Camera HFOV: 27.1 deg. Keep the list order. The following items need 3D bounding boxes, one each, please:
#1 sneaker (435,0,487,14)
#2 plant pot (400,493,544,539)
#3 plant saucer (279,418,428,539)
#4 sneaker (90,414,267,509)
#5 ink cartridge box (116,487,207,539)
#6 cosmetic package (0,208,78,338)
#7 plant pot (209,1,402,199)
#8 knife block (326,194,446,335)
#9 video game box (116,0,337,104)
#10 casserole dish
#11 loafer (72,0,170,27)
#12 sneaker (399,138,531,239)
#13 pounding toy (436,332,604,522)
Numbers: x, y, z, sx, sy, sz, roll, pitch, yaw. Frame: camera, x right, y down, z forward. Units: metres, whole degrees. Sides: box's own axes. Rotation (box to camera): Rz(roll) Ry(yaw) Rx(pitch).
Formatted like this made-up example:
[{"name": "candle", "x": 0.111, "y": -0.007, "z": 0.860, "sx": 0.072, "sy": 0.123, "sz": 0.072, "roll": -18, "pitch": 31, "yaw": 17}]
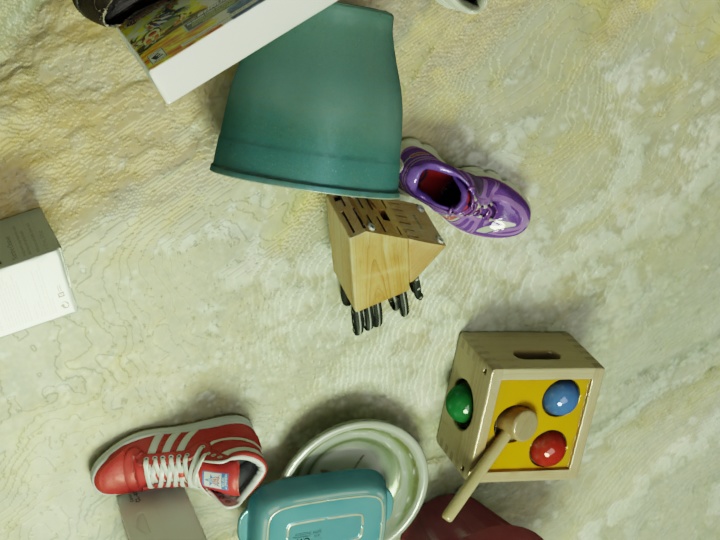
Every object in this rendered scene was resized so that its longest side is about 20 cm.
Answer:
[{"name": "sneaker", "x": 0.084, "y": -0.354, "z": 1.555, "sx": 0.074, "sy": 0.087, "sz": 0.200, "roll": -36, "pitch": 121, "yaw": 0}, {"name": "plant pot", "x": 0.140, "y": 0.383, "z": 1.882, "sx": 0.199, "sy": 0.179, "sz": 0.201, "roll": -9, "pitch": 117, "yaw": -18}, {"name": "plant saucer", "x": -0.016, "y": 0.262, "z": 1.835, "sx": 0.199, "sy": 0.050, "sz": 0.201, "roll": -10, "pitch": 118, "yaw": -18}, {"name": "sneaker", "x": -0.204, "y": 0.230, "z": 1.705, "sx": 0.199, "sy": 0.113, "sz": 0.072, "roll": -16, "pitch": 119, "yaw": -14}, {"name": "ink cartridge box", "x": -0.213, "y": 0.367, "z": 1.748, "sx": 0.085, "sy": 0.148, "sz": 0.201, "roll": -17, "pitch": 120, "yaw": -14}, {"name": "cosmetic package", "x": -0.401, "y": 0.019, "z": 1.524, "sx": 0.199, "sy": 0.113, "sz": 0.082, "roll": -19, "pitch": 121, "yaw": -15}, {"name": "plant pot", "x": -0.045, "y": -0.182, "z": 1.533, "sx": 0.199, "sy": 0.200, "sz": 0.189, "roll": 5, "pitch": 98, "yaw": -24}, {"name": "knife block", "x": 0.000, "y": 0.000, "z": 1.660, "sx": 0.199, "sy": 0.064, "sz": 0.176, "roll": 8, "pitch": 133, "yaw": -48}, {"name": "video game box", "x": -0.133, "y": -0.256, "z": 1.458, "sx": 0.199, "sy": 0.182, "sz": 0.047, "roll": -32, "pitch": 119, "yaw": -5}, {"name": "casserole dish", "x": -0.048, "y": 0.304, "z": 1.791, "sx": 0.199, "sy": 0.039, "sz": 0.122, "roll": -5, "pitch": 116, "yaw": -19}, {"name": "loafer", "x": -0.188, "y": -0.300, "z": 1.471, "sx": 0.200, "sy": 0.071, "sz": 0.073, "roll": -37, "pitch": 141, "yaw": 3}, {"name": "sneaker", "x": 0.116, "y": -0.078, "z": 1.704, "sx": 0.199, "sy": 0.083, "sz": 0.081, "roll": 20, "pitch": 106, "yaw": -30}, {"name": "pounding toy", "x": 0.181, "y": 0.188, "z": 1.825, "sx": 0.199, "sy": 0.142, "sz": 0.185, "roll": 1, "pitch": 114, "yaw": -23}]
